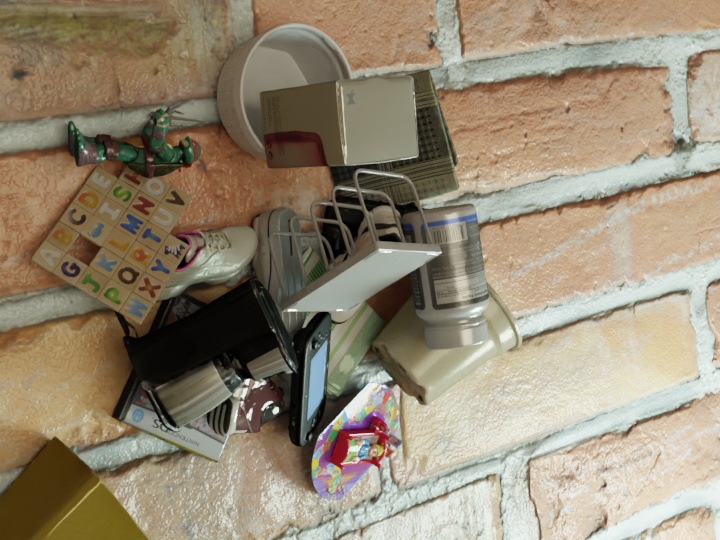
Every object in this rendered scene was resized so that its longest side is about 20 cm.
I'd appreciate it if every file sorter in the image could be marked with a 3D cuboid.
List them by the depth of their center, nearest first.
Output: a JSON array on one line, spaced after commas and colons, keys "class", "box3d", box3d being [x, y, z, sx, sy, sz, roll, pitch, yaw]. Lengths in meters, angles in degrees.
[{"class": "file sorter", "box3d": [-0.016, -0.038, 1.660, 0.138, 0.199, 0.126, 2, 63, -48]}]

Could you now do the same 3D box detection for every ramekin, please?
[{"class": "ramekin", "box3d": [-0.115, -0.252, 1.716, 0.198, 0.104, 0.204, -3, 95, -35]}]

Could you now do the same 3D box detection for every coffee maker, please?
[{"class": "coffee maker", "box3d": [-0.206, 0.091, 1.587, 0.198, 0.135, 0.194, -28, 106, 0]}]

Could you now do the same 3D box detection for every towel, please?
[{"class": "towel", "box3d": [0.044, -0.192, 1.805, 0.035, 0.197, 0.195, -50, 127, -68]}, {"class": "towel", "box3d": [-0.060, 0.079, 1.833, 0.200, 0.023, 0.153, 46, 68, -29]}]

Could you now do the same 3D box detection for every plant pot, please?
[{"class": "plant pot", "box3d": [-0.388, 0.374, 1.526, 0.200, 0.193, 0.197, -42, 116, -18]}, {"class": "plant pot", "box3d": [0.125, 0.106, 1.882, 0.183, 0.200, 0.201, -42, 116, -14]}]

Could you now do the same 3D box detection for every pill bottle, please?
[{"class": "pill bottle", "box3d": [0.129, 0.009, 1.745, 0.113, 0.113, 0.203, -12, 97, -34]}]

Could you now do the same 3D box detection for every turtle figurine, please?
[{"class": "turtle figurine", "box3d": [-0.285, -0.173, 1.577, 0.197, 0.149, 0.102, -6, 92, -22]}]

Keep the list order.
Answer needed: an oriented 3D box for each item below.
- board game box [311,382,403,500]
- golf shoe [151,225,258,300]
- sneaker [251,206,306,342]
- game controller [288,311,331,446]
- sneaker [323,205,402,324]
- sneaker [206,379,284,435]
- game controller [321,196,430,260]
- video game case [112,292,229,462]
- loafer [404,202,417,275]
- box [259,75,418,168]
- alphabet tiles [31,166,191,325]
[{"class": "board game box", "box3d": [0.006, 0.275, 1.853, 0.200, 0.039, 0.159, -44, 138, -26]}, {"class": "golf shoe", "box3d": [-0.221, -0.023, 1.659, 0.198, 0.092, 0.076, -25, 71, -33]}, {"class": "sneaker", "box3d": [-0.123, 0.009, 1.750, 0.072, 0.070, 0.203, 5, 84, -47]}, {"class": "game controller", "box3d": [-0.073, 0.161, 1.758, 0.104, 0.042, 0.203, -40, 143, -50]}, {"class": "sneaker", "box3d": [0.000, 0.000, 1.772, 0.073, 0.080, 0.202, 21, 111, -21]}, {"class": "sneaker", "box3d": [-0.152, 0.143, 1.722, 0.115, 0.075, 0.203, 14, 91, -45]}, {"class": "game controller", "box3d": [0.039, -0.052, 1.823, 0.197, 0.042, 0.106, 9, 116, -1]}, {"class": "video game case", "box3d": [-0.241, 0.153, 1.707, 0.180, 0.025, 0.202, 30, 76, -33]}, {"class": "loafer", "box3d": [0.064, -0.085, 1.879, 0.072, 0.072, 0.202, -31, 111, -31]}, {"class": "box", "box3d": [-0.031, -0.198, 1.594, 0.126, 0.199, 0.111, -10, 99, -34]}, {"class": "alphabet tiles", "box3d": [-0.315, -0.048, 1.580, 0.166, 0.008, 0.201, 30, 61, -2]}]
